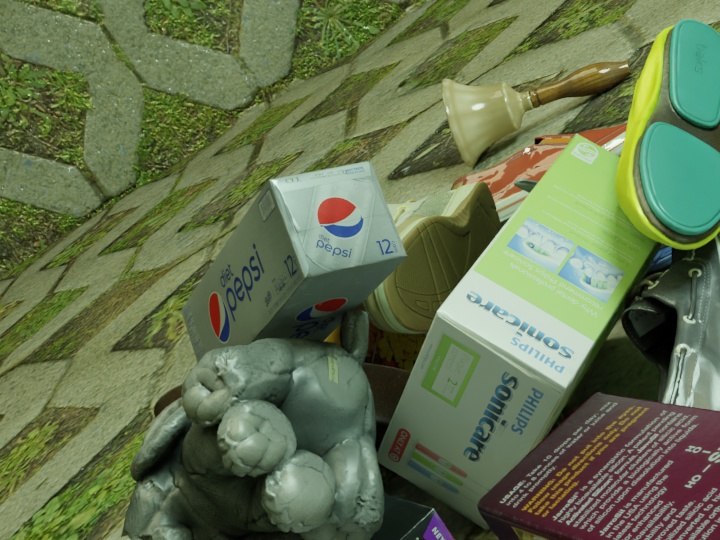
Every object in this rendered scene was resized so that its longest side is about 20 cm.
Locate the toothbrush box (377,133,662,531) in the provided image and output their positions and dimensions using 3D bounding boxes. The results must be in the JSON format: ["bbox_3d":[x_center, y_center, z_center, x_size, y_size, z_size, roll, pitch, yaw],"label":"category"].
[{"bbox_3d":[0.106,0.034,0.806,0.200,0.086,0.146,-51,-14,-42],"label":"toothbrush box"}]

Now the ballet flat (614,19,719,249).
[{"bbox_3d":[0.182,-0.069,0.777,0.067,0.067,0.200,-55,11,46],"label":"ballet flat"}]

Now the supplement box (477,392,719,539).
[{"bbox_3d":[0.151,0.123,0.523,0.086,0.110,0.200,-39,16,-20],"label":"supplement box"}]

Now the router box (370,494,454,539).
[{"bbox_3d":[-0.043,0.196,0.807,0.149,0.051,0.200,-39,16,-21],"label":"router box"}]

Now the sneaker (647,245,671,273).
[{"bbox_3d":[0.191,-0.031,0.959,0.200,0.078,0.075,-40,17,-20],"label":"sneaker"}]

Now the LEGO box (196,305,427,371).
[{"bbox_3d":[-0.034,0.052,1.062,0.200,0.077,0.149,-8,51,50],"label":"LEGO box"}]

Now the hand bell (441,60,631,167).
[{"bbox_3d":[0.201,-0.191,1.454,0.200,0.104,0.104,-16,20,15],"label":"hand bell"}]

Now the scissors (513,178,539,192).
[{"bbox_3d":[0.161,-0.049,0.994,0.200,0.014,0.073,-8,-28,-45],"label":"scissors"}]

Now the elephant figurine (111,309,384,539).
[{"bbox_3d":[-0.087,0.128,0.764,0.155,0.142,0.200,6,-37,-44],"label":"elephant figurine"}]

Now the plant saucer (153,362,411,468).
[{"bbox_3d":[-0.040,0.109,0.894,0.200,0.200,0.035,-22,62,38],"label":"plant saucer"}]

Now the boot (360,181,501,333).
[{"bbox_3d":[0.000,0.000,0.893,0.155,0.072,0.200,-10,16,25],"label":"boot"}]

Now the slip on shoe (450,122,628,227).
[{"bbox_3d":[0.160,-0.083,1.018,0.200,0.061,0.074,-26,-24,-1],"label":"slip on shoe"}]

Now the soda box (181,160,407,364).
[{"bbox_3d":[-0.047,0.009,0.804,0.068,0.064,0.200,-13,-18,-27],"label":"soda box"}]

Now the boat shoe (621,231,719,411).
[{"bbox_3d":[0.178,0.033,0.726,0.066,0.070,0.200,8,48,2],"label":"boat shoe"}]
